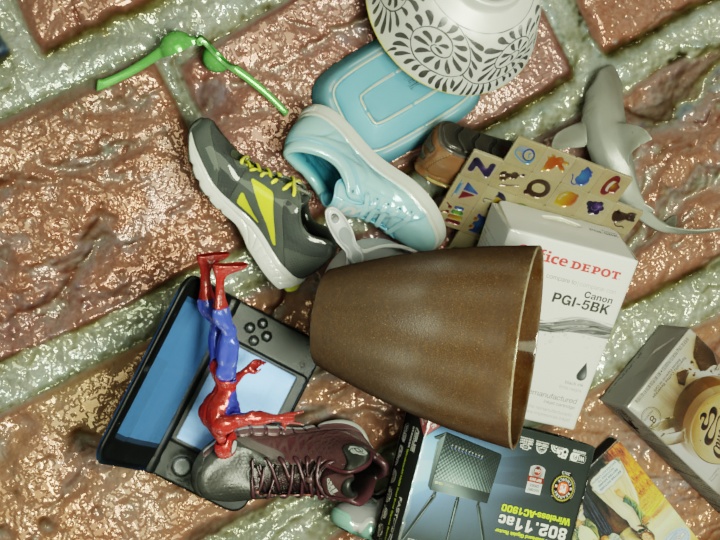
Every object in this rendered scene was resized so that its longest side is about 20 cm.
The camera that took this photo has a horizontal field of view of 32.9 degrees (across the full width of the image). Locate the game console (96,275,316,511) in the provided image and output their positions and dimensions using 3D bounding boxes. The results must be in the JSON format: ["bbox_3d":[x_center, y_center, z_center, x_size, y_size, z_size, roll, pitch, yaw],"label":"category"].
[{"bbox_3d":[-0.145,0.129,1.216,0.170,0.118,0.201,28,86,-10],"label":"game console"}]

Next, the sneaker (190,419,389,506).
[{"bbox_3d":[-0.061,0.199,1.210,0.198,0.115,0.076,-9,108,-27],"label":"sneaker"}]

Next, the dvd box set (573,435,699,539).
[{"bbox_3d":[0.289,0.307,1.347,0.146,0.029,0.200,-40,97,-8],"label":"dvd box set"}]

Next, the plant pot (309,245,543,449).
[{"bbox_3d":[0.059,0.059,1.141,0.198,0.187,0.189,7,90,14],"label":"plant pot"}]

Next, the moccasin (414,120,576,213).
[{"bbox_3d":[0.153,-0.091,1.290,0.200,0.078,0.074,13,50,-20],"label":"moccasin"}]

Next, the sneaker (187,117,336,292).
[{"bbox_3d":[-0.096,-0.078,1.236,0.084,0.075,0.201,-30,107,18],"label":"sneaker"}]

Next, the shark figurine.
[{"bbox_3d":[0.294,-0.113,1.296,0.128,0.089,0.216,-29,91,-34],"label":"shark figurine"}]

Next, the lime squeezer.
[{"bbox_3d":[-0.166,-0.206,1.247,0.198,0.038,0.071,7,90,-12],"label":"lime squeezer"}]

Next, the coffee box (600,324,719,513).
[{"bbox_3d":[0.380,0.169,1.337,0.200,0.080,0.113,42,83,-9],"label":"coffee box"}]

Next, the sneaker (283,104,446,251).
[{"bbox_3d":[-0.003,-0.075,1.249,0.200,0.074,0.082,40,53,-7],"label":"sneaker"}]

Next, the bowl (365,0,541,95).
[{"bbox_3d":[0.113,-0.291,1.244,0.199,0.094,0.203,6,73,-19],"label":"bowl"}]

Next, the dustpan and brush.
[{"bbox_3d":[0.000,0.000,1.224,0.139,0.057,0.201,-37,128,-8],"label":"dustpan and brush"}]

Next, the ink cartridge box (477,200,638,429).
[{"bbox_3d":[0.180,0.047,1.262,0.146,0.083,0.202,13,110,-10],"label":"ink cartridge box"}]

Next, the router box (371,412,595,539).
[{"bbox_3d":[0.126,0.225,1.232,0.198,0.062,0.151,16,87,-20],"label":"router box"}]

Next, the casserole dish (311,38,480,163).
[{"bbox_3d":[0.043,-0.190,1.288,0.199,0.039,0.122,-31,97,-10],"label":"casserole dish"}]

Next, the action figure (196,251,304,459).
[{"bbox_3d":[-0.108,0.085,1.176,0.098,0.065,0.202,-4,107,-29],"label":"action figure"}]

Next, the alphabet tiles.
[{"bbox_3d":[0.185,-0.058,1.273,0.198,0.006,0.167,18,130,-15],"label":"alphabet tiles"}]

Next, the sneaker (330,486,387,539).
[{"bbox_3d":[0.067,0.214,1.285,0.198,0.078,0.141,6,88,-20],"label":"sneaker"}]
